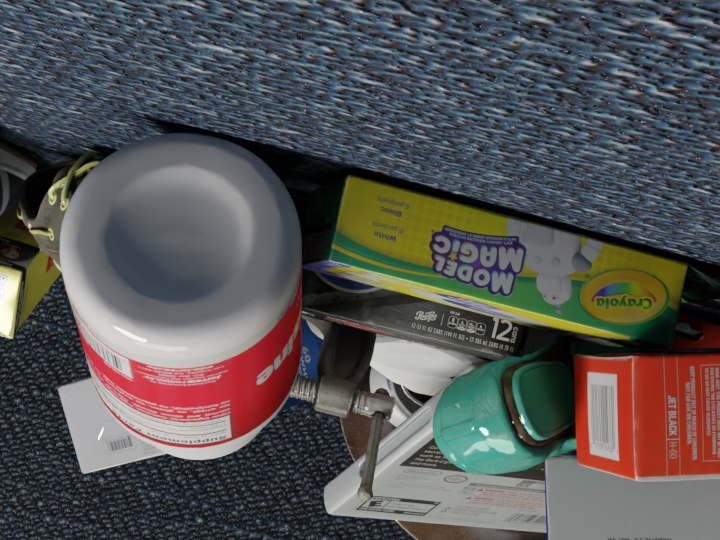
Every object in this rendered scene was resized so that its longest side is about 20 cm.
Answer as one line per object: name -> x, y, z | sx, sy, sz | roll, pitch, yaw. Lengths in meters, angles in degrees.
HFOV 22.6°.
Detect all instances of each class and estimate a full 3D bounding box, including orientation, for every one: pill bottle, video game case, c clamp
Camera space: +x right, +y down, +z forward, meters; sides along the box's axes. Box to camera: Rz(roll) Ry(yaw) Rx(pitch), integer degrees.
pill bottle -> -0.085, 0.024, 0.902 | 0.112, 0.112, 0.200 | 14, 156, 4
video game case -> 0.106, 0.115, 1.116 | 0.200, 0.023, 0.182 | 9, 147, -29
c clamp -> -0.069, 0.042, 1.041 | 0.200, 0.027, 0.171 | 17, -144, 4

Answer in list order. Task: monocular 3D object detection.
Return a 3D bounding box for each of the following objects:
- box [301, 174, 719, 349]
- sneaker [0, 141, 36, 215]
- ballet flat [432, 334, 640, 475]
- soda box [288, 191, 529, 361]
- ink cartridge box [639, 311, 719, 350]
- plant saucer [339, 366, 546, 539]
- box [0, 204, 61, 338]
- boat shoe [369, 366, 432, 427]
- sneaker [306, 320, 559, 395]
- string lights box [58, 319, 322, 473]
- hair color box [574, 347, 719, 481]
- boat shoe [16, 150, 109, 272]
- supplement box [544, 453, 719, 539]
box -> 0.074, 0.001, 0.903 | 0.200, 0.048, 0.117 | 12, 177, -9
sneaker -> -0.253, -0.032, 1.107 | 0.070, 0.109, 0.200 | 14, 176, -1
ballet flat -> 0.096, 0.071, 0.968 | 0.070, 0.067, 0.200 | -19, 172, 29
soda box -> 0.000, 0.000, 1.013 | 0.200, 0.063, 0.071 | 13, 175, 7
ink cartridge box -> 0.152, 0.097, 1.178 | 0.109, 0.050, 0.200 | 17, 139, -37
plant saucer -> 0.075, 0.127, 1.289 | 0.200, 0.200, 0.032 | 17, 132, -35
box -> -0.243, -0.016, 1.229 | 0.075, 0.050, 0.200 | 14, -163, 1
boat shoe -> 0.099, 0.091, 1.254 | 0.200, 0.070, 0.066 | 22, 150, -35
sneaker -> 0.077, 0.042, 1.138 | 0.200, 0.074, 0.116 | 10, 167, 24
string lights box -> -0.093, 0.073, 1.161 | 0.103, 0.059, 0.200 | -16, -179, 25
hair color box -> 0.215, 0.067, 0.881 | 0.200, 0.061, 0.102 | -1, 178, -10
boat shoe -> -0.156, -0.033, 1.032 | 0.060, 0.072, 0.202 | 52, 165, -14
supplement box -> 0.162, 0.174, 1.059 | 0.101, 0.104, 0.200 | -2, 162, 6
